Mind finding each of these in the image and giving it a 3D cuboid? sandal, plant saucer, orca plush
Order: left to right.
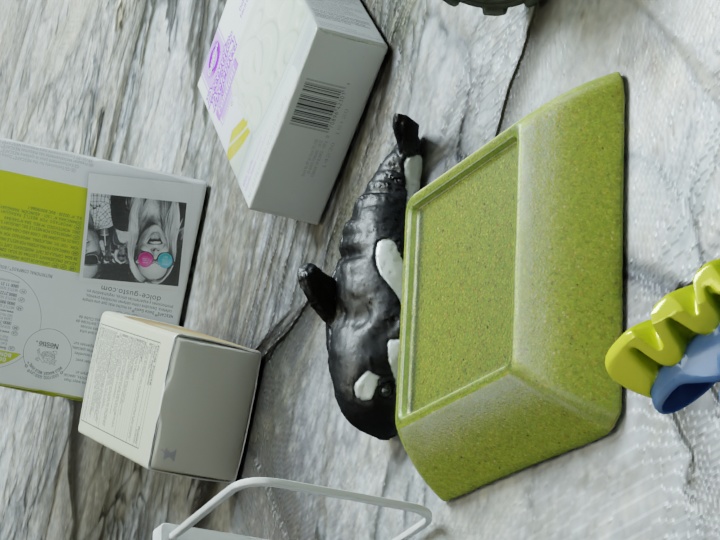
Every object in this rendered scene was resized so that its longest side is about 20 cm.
[{"bbox_3d":[0.000,0.000,1.328,0.105,0.071,0.201,-174,95,-67],"label":"orca plush"},{"bbox_3d":[0.073,0.010,1.183,0.200,0.048,0.201,146,131,-59],"label":"plant saucer"},{"bbox_3d":[0.192,0.010,0.889,0.087,0.079,0.200,54,131,19],"label":"sandal"}]

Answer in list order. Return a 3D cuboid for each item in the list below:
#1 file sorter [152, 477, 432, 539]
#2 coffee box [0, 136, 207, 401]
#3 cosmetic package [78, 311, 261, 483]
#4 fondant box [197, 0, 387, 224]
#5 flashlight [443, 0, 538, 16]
[{"bbox_3d":[-0.033,0.231,1.212,0.125,0.138,0.200,-42,42,51],"label":"file sorter"},{"bbox_3d":[-0.268,0.000,1.792,0.200,0.200,0.198,-172,93,-68],"label":"coffee box"},{"bbox_3d":[-0.148,0.094,1.630,0.200,0.071,0.105,-166,88,-67],"label":"cosmetic package"},{"bbox_3d":[-0.053,-0.146,1.543,0.200,0.058,0.145,-115,42,-57],"label":"fondant box"},{"bbox_3d":[0.084,-0.253,1.270,0.068,0.068,0.200,-13,60,44],"label":"flashlight"}]
